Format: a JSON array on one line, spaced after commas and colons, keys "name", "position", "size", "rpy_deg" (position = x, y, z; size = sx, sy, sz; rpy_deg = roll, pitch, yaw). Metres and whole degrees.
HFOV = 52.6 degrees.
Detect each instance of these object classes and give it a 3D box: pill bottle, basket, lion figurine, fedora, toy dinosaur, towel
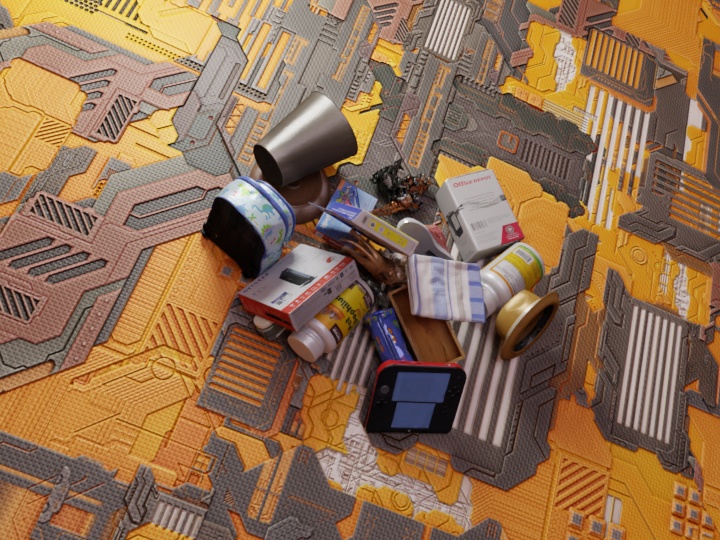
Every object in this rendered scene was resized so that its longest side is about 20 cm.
[{"name": "pill bottle", "position": [-0.067, 0.102, 1.587], "size": [0.109, 0.109, 0.200], "rpy_deg": [40, 63, 2]}, {"name": "pill bottle", "position": [0.339, 0.029, 1.743], "size": [0.200, 0.111, 0.111], "rpy_deg": [-35, 82, -26]}, {"name": "basket", "position": [-0.137, -0.292, 1.681], "size": [0.200, 0.136, 0.181], "rpy_deg": [-36, 87, -23]}, {"name": "lion figurine", "position": [0.029, -0.020, 1.578], "size": [0.122, 0.200, 0.073], "rpy_deg": [44, 102, 20]}, {"name": "fedora", "position": [0.373, 0.113, 1.688], "size": [0.200, 0.201, 0.082], "rpy_deg": [-32, 58, -26]}, {"name": "toy dinosaur", "position": [0.000, 0.000, 1.663], "size": [0.200, 0.047, 0.088], "rpy_deg": [41, 24, -3]}, {"name": "toy dinosaur", "position": [0.096, -0.193, 1.773], "size": [0.136, 0.102, 0.200], "rpy_deg": [57, 36, -10]}, {"name": "towel", "position": [0.191, 0.039, 1.613], "size": [0.199, 0.024, 0.148], "rpy_deg": [9, 66, -27]}]

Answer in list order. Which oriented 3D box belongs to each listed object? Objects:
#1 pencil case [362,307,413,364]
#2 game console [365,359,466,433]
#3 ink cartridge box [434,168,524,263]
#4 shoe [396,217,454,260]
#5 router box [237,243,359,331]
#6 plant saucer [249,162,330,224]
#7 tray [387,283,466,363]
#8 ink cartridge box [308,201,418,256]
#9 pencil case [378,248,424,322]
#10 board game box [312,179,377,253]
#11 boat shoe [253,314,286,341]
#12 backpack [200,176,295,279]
[{"name": "pencil case", "position": [0.074, 0.179, 1.612], "size": [0.078, 0.087, 0.201], "rpy_deg": [-22, 74, -5]}, {"name": "game console", "position": [0.119, 0.274, 1.555], "size": [0.199, 0.031, 0.178], "rpy_deg": [5, 111, -15]}, {"name": "ink cartridge box", "position": [0.293, -0.136, 1.813], "size": [0.145, 0.083, 0.201], "rpy_deg": [-16, 73, -22]}, {"name": "shoe", "position": [0.145, -0.076, 1.704], "size": [0.200, 0.071, 0.091], "rpy_deg": [39, 25, -37]}, {"name": "router box", "position": [-0.133, 0.032, 1.561], "size": [0.200, 0.179, 0.049], "rpy_deg": [-41, 128, -30]}, {"name": "plant saucer", "position": [-0.164, -0.206, 1.728], "size": [0.199, 0.037, 0.202], "rpy_deg": [6, 67, -14]}, {"name": "tray", "position": [0.148, 0.122, 1.623], "size": [0.098, 0.037, 0.201], "rpy_deg": [-26, 81, 8]}, {"name": "ink cartridge box", "position": [0.003, -0.104, 1.571], "size": [0.199, 0.198, 0.047], "rpy_deg": [32, 89, -22]}, {"name": "pencil case", "position": [0.118, 0.025, 1.692], "size": [0.089, 0.078, 0.201], "rpy_deg": [-21, 75, -53]}, {"name": "board game box", "position": [-0.033, -0.128, 1.712], "size": [0.103, 0.019, 0.200], "rpy_deg": [30, 45, -5]}, {"name": "boat shoe", "position": [-0.154, 0.077, 1.610], "size": [0.200, 0.073, 0.062], "rpy_deg": [-44, 129, -34]}, {"name": "backpack", "position": [-0.233, -0.107, 1.572], "size": [0.183, 0.200, 0.147], "rpy_deg": [44, 63, 5]}]
